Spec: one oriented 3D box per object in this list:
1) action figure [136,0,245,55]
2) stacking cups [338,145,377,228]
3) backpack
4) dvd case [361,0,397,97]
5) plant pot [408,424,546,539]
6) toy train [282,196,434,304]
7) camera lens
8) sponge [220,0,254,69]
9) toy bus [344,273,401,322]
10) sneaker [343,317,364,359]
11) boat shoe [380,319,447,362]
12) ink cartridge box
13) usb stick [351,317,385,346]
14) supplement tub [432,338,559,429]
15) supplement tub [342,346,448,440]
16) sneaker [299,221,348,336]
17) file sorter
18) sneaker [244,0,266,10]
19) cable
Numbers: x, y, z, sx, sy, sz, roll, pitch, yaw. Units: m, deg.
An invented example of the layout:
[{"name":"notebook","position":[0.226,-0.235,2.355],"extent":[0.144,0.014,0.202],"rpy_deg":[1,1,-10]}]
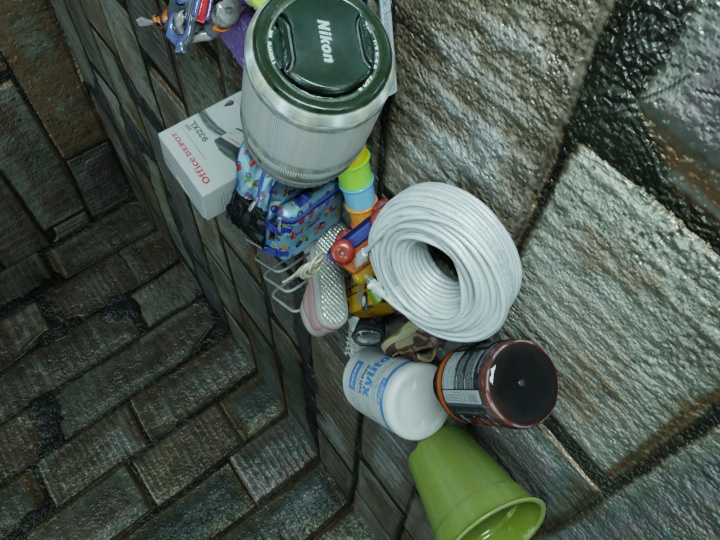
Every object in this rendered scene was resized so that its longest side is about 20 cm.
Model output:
[{"name":"action figure","position":[-0.247,-0.427,0.970],"extent":[0.192,0.203,0.104],"rpy_deg":[30,-166,25]},{"name":"stacking cups","position":[-0.005,-0.112,0.932],"extent":[0.060,0.060,0.202],"rpy_deg":[39,153,41]},{"name":"backpack","position":[-0.101,-0.143,0.967],"extent":[0.134,0.182,0.202],"rpy_deg":[41,144,17]},{"name":"dvd case","position":[-0.014,-0.311,0.722],"extent":[0.143,0.017,0.202],"rpy_deg":[44,157,36]},{"name":"plant pot","position":[0.172,0.370,1.078],"extent":[0.191,0.197,0.202],"rpy_deg":[54,163,44]},{"name":"toy train","position":[0.000,0.000,0.910],"extent":[0.116,0.199,0.085],"rpy_deg":[51,-168,-9]},{"name":"camera lens","position":[-0.055,-0.199,0.726],"extent":[0.161,0.159,0.200],"rpy_deg":[55,161,6]},{"name":"sponge","position":[-0.178,-0.362,1.022],"extent":[0.201,0.030,0.112],"rpy_deg":[54,159,12]},{"name":"toy bus","position":[0.017,0.039,1.066],"extent":[0.200,0.064,0.080],"rpy_deg":[147,129,-70]},{"name":"sneaker","position":[0.000,0.147,1.288],"extent":[0.073,0.070,0.203],"rpy_deg":[26,143,55]},{"name":"boat shoe","position":[0.090,0.118,1.038],"extent":[0.073,0.072,0.200],"rpy_deg":[55,154,9]},{"name":"ink cartridge box","position":[-0.220,-0.205,1.102],"extent":[0.146,0.198,0.084],"rpy_deg":[51,160,15]},{"name":"usb stick","position":[0.016,0.103,1.121],"extent":[0.200,0.054,0.033],"rpy_deg":[-33,-56,-87]},{"name":"supplement tub","position":[0.165,0.149,0.849],"extent":[0.108,0.106,0.200],"rpy_deg":[57,161,-1]},{"name":"supplement tub","position":[0.061,0.214,1.155],"extent":[0.134,0.131,0.199],"rpy_deg":[62,159,-15]},{"name":"sneaker","position":[-0.065,0.017,1.111],"extent":[0.105,0.074,0.204],"rpy_deg":[135,139,-57]},{"name":"file sorter","position":[-0.139,-0.044,1.263],"extent":[0.138,0.123,0.203],"rpy_deg":[27,144,54]},{"name":"sneaker","position":[-0.114,-0.392,0.758],"extent":[0.090,0.078,0.202],"rpy_deg":[37,151,40]},{"name":"cable","position":[0.098,-0.006,0.776],"extent":[0.200,0.069,0.201],"rpy_deg":[43,144,11]}]
